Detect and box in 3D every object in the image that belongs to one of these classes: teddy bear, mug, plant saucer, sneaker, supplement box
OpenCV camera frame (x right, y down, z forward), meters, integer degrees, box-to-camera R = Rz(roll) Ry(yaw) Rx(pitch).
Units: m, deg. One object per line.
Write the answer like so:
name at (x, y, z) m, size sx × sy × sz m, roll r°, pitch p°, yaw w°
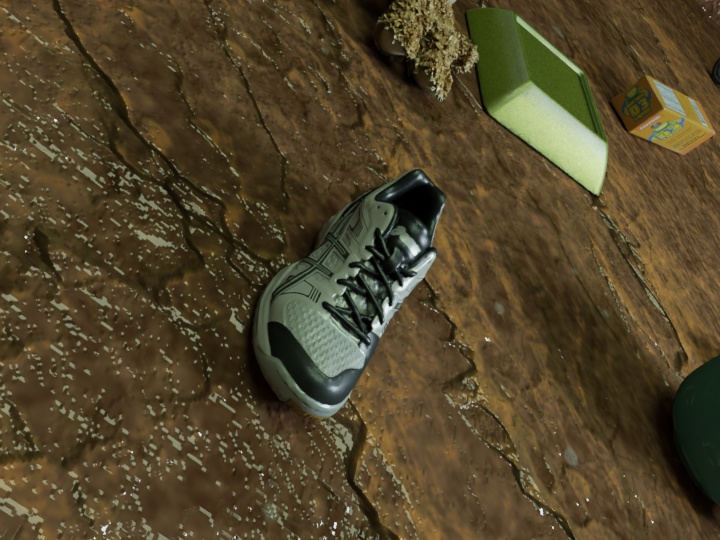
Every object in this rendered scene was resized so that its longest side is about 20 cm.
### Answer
teddy bear at (0.067, -0.253, 0.847) m, size 0.145 × 0.066 × 0.200 m, roll 48°, pitch 35°, yaw -9°
mug at (0.358, 0.162, 0.765) m, size 0.151 × 0.114 × 0.187 m, roll 32°, pitch 39°, yaw -27°
plant saucer at (0.218, -0.214, 1.004) m, size 0.198 × 0.048 × 0.202 m, roll 29°, pitch 40°, yaw -30°
sneaker at (0.000, 0.000, 0.520) m, size 0.076 × 0.087 × 0.201 m, roll 42°, pitch 37°, yaw -15°
supplement box at (0.461, -0.232, 1.289) m, size 0.198 × 0.066 × 0.070 m, roll 7°, pitch 56°, yaw -45°

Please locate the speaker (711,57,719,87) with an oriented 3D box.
speaker at (0.885, -0.426, 1.948) m, size 0.198 × 0.081 × 0.082 m, roll 14°, pitch 49°, yaw -42°
